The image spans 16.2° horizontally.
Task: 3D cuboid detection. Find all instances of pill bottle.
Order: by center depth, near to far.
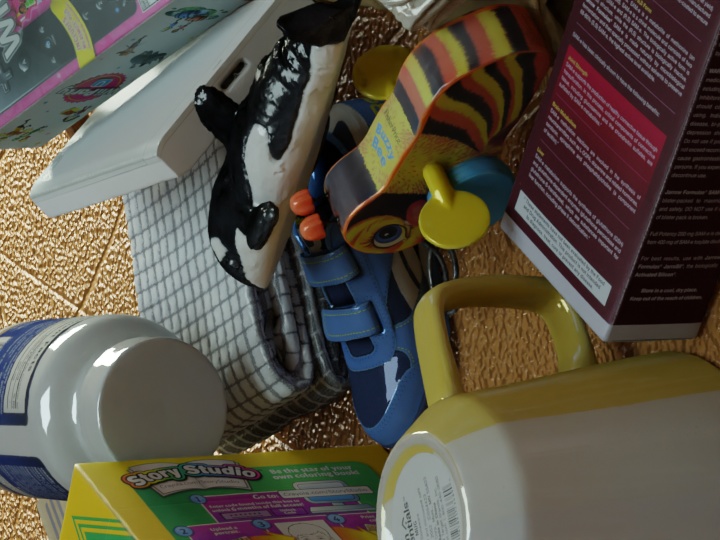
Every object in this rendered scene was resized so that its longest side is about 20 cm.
[{"bbox_3d":[-0.158,0.082,1.506,0.200,0.110,0.112,-5,86,61],"label":"pill bottle"}]

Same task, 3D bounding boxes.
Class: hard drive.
[{"bbox_3d":[-0.112,-0.095,1.465,0.132,0.026,0.200,-53,18,-22],"label":"hard drive"}]

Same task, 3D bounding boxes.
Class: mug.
[{"bbox_3d":[0.084,0.107,1.217,0.187,0.152,0.150,45,128,50],"label":"mug"}]

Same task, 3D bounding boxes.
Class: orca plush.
[{"bbox_3d":[-0.059,-0.074,1.323,0.200,0.071,0.106,107,-174,-59],"label":"orca plush"}]

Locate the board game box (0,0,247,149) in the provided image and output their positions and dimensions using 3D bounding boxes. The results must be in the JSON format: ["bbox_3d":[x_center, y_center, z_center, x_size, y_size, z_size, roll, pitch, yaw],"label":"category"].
[{"bbox_3d":[-0.175,-0.178,1.487,0.199,0.064,0.148,-31,76,39],"label":"board game box"}]

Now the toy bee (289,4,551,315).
[{"bbox_3d":[0.024,-0.044,1.294,0.131,0.108,0.201,-132,42,-53],"label":"toy bee"}]

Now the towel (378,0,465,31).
[{"bbox_3d":[0.023,-0.226,1.269,0.132,0.034,0.201,-39,65,15],"label":"towel"}]

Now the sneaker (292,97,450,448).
[{"bbox_3d":[0.000,0.000,1.422,0.074,0.082,0.202,-11,82,56],"label":"sneaker"}]

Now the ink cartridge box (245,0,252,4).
[{"bbox_3d":[-0.097,-0.225,1.579,0.200,0.082,0.148,-36,60,53],"label":"ink cartridge box"}]

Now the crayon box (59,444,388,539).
[{"bbox_3d":[-0.039,0.163,1.374,0.172,0.199,0.059,41,125,51],"label":"crayon box"}]

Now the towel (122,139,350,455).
[{"bbox_3d":[-0.073,-0.001,1.546,0.165,0.085,0.202,-32,65,56],"label":"towel"}]

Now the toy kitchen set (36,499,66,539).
[{"bbox_3d":[-0.153,0.155,1.600,0.201,0.162,0.181,-62,41,38],"label":"toy kitchen set"}]

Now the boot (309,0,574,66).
[{"bbox_3d":[0.033,-0.203,1.325,0.199,0.066,0.176,18,134,47],"label":"boot"}]

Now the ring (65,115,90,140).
[{"bbox_3d":[-0.175,-0.152,1.652,0.019,0.200,0.202,-16,72,15],"label":"ring"}]

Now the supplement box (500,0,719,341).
[{"bbox_3d":[0.142,-0.079,1.205,0.109,0.060,0.201,51,133,46],"label":"supplement box"}]
